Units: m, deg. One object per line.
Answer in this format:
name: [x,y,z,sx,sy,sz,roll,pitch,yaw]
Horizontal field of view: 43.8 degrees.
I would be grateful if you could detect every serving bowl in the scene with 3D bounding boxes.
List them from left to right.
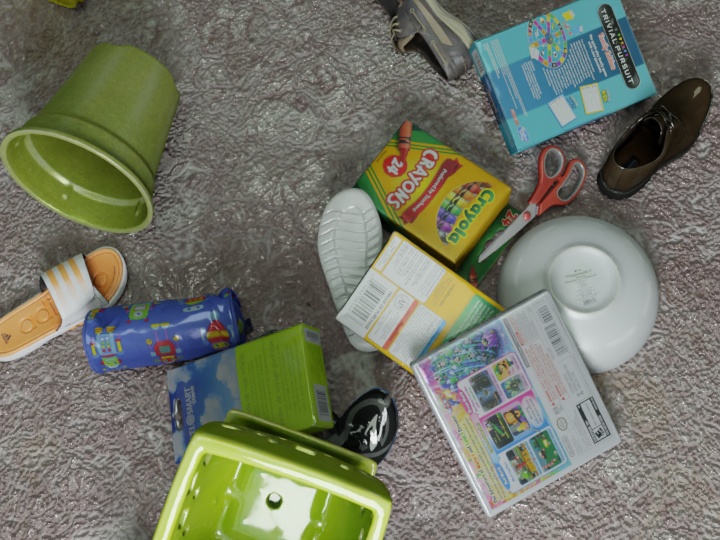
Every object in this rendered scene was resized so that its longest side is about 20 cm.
serving bowl: [0.265,0.021,1.081,0.198,0.066,0.202,-1,72,4]

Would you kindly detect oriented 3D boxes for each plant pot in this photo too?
plant pot: [-0.325,-0.181,1.145,0.199,0.201,0.185,13,61,9]
plant pot: [-0.090,0.257,0.888,0.197,0.182,0.202,20,95,-1]

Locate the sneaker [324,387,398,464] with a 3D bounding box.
sneaker: [-0.027,0.221,1.017,0.071,0.083,0.200,42,87,8]

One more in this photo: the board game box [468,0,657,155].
board game box: [0.261,-0.258,1.162,0.198,0.047,0.152,-22,91,-4]

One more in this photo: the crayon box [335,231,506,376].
crayon box: [0.085,0.063,1.063,0.199,0.052,0.126,35,88,2]

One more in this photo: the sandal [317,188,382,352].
sandal: [-0.007,0.001,1.120,0.082,0.050,0.205,-7,85,4]

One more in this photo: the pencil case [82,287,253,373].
pencil case: [-0.236,0.070,1.097,0.198,0.078,0.087,-10,41,2]

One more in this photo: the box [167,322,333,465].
box: [-0.132,0.149,1.048,0.199,0.048,0.123,-20,67,25]

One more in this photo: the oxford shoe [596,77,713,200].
oxford shoe: [0.384,-0.177,1.130,0.073,0.085,0.200,38,76,17]

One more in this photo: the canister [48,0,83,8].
canister: [-0.432,-0.501,1.304,0.147,0.087,0.201,22,73,11]

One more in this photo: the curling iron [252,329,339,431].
curling iron: [-0.061,0.146,1.085,0.050,0.026,0.200,-42,73,-7]

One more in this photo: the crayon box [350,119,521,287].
crayon box: [0.101,-0.085,1.138,0.199,0.051,0.127,35,77,14]

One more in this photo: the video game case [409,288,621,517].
video game case: [0.179,0.151,1.027,0.181,0.024,0.201,-28,95,-5]

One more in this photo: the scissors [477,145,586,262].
scissors: [0.220,-0.071,1.122,0.073,0.014,0.201,39,71,-17]

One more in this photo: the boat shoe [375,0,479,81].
boat shoe: [0.074,-0.333,1.213,0.200,0.075,0.073,42,79,17]

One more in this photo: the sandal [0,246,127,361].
sandal: [-0.388,0.042,1.129,0.206,0.059,0.079,-36,73,-8]
